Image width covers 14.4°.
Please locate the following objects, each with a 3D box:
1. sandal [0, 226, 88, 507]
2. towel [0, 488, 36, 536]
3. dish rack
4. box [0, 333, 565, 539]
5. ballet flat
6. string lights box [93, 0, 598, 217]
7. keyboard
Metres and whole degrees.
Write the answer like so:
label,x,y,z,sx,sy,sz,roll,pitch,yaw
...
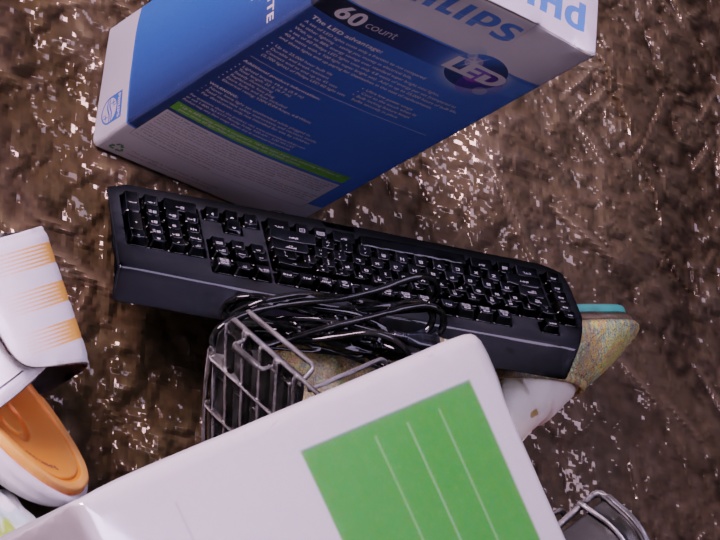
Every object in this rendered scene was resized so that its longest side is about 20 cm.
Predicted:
label,x,y,z,sx,sy,sz,roll,pitch,yaw
sandal,-0.149,-0.008,1.046,0.207,0.059,0.079,57,11,-4
towel,-0.132,0.194,1.006,0.171,0.048,0.200,45,50,-11
dish rack,0.015,0.106,1.048,0.054,0.154,0.200,-26,50,-33
box,-0.032,0.157,0.932,0.171,0.200,0.200,-21,84,-36
ballet flat,0.033,0.049,1.187,0.199,0.071,0.071,0,71,-33
string lights box,-0.008,-0.089,1.119,0.102,0.200,0.059,22,59,-31
keyboard,0.000,0.000,1.134,0.199,0.040,0.104,9,33,-15
